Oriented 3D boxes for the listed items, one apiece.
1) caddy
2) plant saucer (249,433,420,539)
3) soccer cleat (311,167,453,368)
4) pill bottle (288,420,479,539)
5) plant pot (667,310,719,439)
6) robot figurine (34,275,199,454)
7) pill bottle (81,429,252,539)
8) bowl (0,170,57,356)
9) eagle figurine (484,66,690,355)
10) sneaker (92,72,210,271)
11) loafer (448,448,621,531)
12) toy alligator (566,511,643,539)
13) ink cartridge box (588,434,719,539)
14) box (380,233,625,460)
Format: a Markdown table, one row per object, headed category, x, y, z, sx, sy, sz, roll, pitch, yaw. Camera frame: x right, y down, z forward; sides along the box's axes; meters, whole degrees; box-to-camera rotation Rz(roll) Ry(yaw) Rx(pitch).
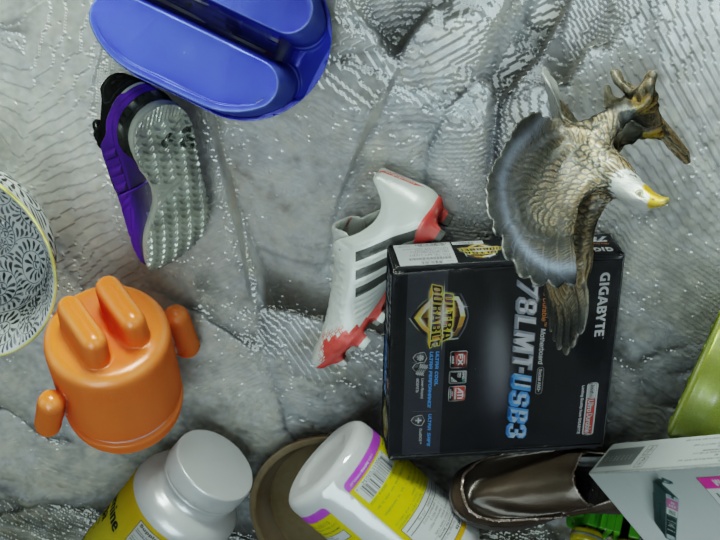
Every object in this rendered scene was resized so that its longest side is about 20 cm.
| category | x | y | z | sx | sy | sz | roll | pitch | yaw |
| --- | --- | --- | --- | --- | --- | --- | --- | --- | --- |
| caddy | -0.121 | -0.203 | 1.098 | 0.200 | 0.105 | 0.142 | 26 | 98 | -1 |
| plant saucer | -0.011 | 0.240 | 1.352 | 0.200 | 0.029 | 0.200 | 6 | 120 | 10 |
| soccer cleat | 0.000 | 0.000 | 1.201 | 0.085 | 0.069 | 0.200 | 35 | 116 | 0 |
| pill bottle | 0.038 | 0.238 | 1.263 | 0.200 | 0.104 | 0.104 | 42 | 119 | -10 |
| plant pot | 0.363 | 0.117 | 1.118 | 0.193 | 0.200 | 0.201 | 24 | 121 | 13 |
| robot figurine | -0.226 | 0.093 | 1.254 | 0.116 | 0.144 | 0.200 | 13 | 144 | 11 |
| pill bottle | -0.193 | 0.251 | 1.353 | 0.112 | 0.112 | 0.200 | 36 | 119 | -7 |
| bowl | -0.354 | -0.028 | 1.250 | 0.200 | 0.094 | 0.201 | 6 | 120 | 10 |
| eagle figurine | 0.168 | -0.059 | 1.048 | 0.152 | 0.151 | 0.200 | 40 | 83 | -11 |
| sneaker | -0.190 | -0.092 | 1.197 | 0.100 | 0.070 | 0.200 | 41 | 147 | 29 |
| loafer | 0.179 | 0.187 | 1.231 | 0.200 | 0.073 | 0.071 | -8 | 159 | -2 |
| toy alligator | 0.262 | 0.242 | 1.277 | 0.200 | 0.059 | 0.054 | 14 | 160 | 6 |
| ink cartridge box | 0.303 | 0.210 | 1.107 | 0.174 | 0.044 | 0.200 | 50 | 154 | -9 |
| box | 0.120 | 0.068 | 1.186 | 0.198 | 0.050 | 0.200 | -2 | 120 | -6 |
